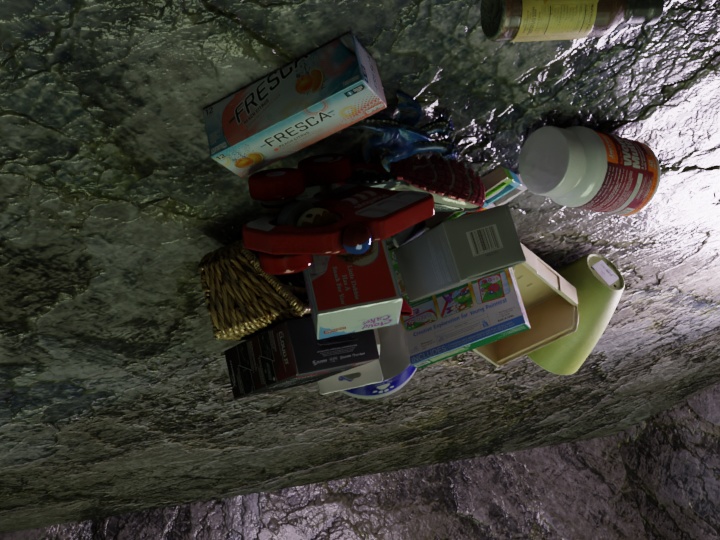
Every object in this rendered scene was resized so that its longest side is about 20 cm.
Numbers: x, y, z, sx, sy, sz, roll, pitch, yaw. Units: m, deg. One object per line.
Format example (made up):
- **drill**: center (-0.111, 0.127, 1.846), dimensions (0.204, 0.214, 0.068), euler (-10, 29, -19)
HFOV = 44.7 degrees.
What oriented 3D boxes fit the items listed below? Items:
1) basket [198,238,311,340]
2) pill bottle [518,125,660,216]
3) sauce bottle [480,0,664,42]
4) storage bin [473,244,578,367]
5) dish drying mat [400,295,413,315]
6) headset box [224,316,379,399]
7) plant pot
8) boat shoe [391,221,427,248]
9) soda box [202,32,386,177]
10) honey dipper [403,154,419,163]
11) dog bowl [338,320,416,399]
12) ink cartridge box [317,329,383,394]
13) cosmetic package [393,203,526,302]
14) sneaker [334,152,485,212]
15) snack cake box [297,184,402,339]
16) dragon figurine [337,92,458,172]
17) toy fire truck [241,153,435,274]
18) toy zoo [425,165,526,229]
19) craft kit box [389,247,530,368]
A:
- **basket**: center (-0.123, 0.017, 1.269), dimensions (0.146, 0.146, 0.199), euler (-17, 169, 18)
- **pill bottle**: center (0.320, -0.140, 1.222), dimensions (0.197, 0.112, 0.109), euler (5, 151, -38)
- **sauce bottle**: center (0.223, -0.275, 0.916), dimensions (0.196, 0.066, 0.065), euler (-8, 157, -19)
- **storage bin**: center (0.265, 0.062, 1.594), dimensions (0.197, 0.095, 0.199), euler (-30, 131, 35)
- **dish drying mat**: center (0.000, 0.000, 1.260), dimensions (0.076, 0.201, 0.018), euler (6, 124, -36)
- **headset box**: center (-0.080, 0.117, 1.242), dimensions (0.147, 0.079, 0.199), euler (-7, 168, -39)
- **plant pot**: center (0.414, 0.066, 1.703), dimensions (0.184, 0.189, 0.201), euler (3, 137, -36)
- **boat shoe**: center (0.081, -0.098, 1.241), dimensions (0.068, 0.057, 0.200), euler (-29, 166, -31)
- **soda box**: center (-0.074, -0.178, 0.963), dimensions (0.197, 0.065, 0.068), euler (-23, 156, 19)
- **honey dipper**: center (0.039, -0.105, 1.235), dimensions (0.037, 0.039, 0.200), euler (-3, 153, -24)
- **dog bowl**: center (0.012, 0.112, 1.504), dimensions (0.196, 0.204, 0.079), euler (-11, 156, -5)
- **ink cartridge box**: center (-0.034, 0.086, 1.417), dimensions (0.115, 0.204, 0.068), euler (-11, 158, -6)
- **cosmetic package**: center (0.131, -0.021, 1.204), dimensions (0.105, 0.092, 0.200), euler (-17, 173, -17)
- **sneaker**: center (0.065, -0.103, 1.138), dimensions (0.196, 0.081, 0.076), euler (8, 133, 10)
- **snack cake box**: center (-0.023, -0.020, 1.174), dimensions (0.112, 0.203, 0.068), euler (-9, 148, -9)
- **dragon figurine**: center (0.048, -0.172, 1.055), dimensions (0.098, 0.060, 0.199), euler (-25, 155, 25)
- **toy fire truck**: center (-0.030, -0.061, 1.009), dimensions (0.166, 0.115, 0.198), euler (10, -156, 40)
- **toy zoo**: center (0.175, -0.099, 1.275), dimensions (0.130, 0.021, 0.199), euler (-33, 169, 17)
- **craft kit box**: center (0.150, 0.030, 1.402), dimensions (0.197, 0.201, 0.048), euler (-21, 160, 19)
